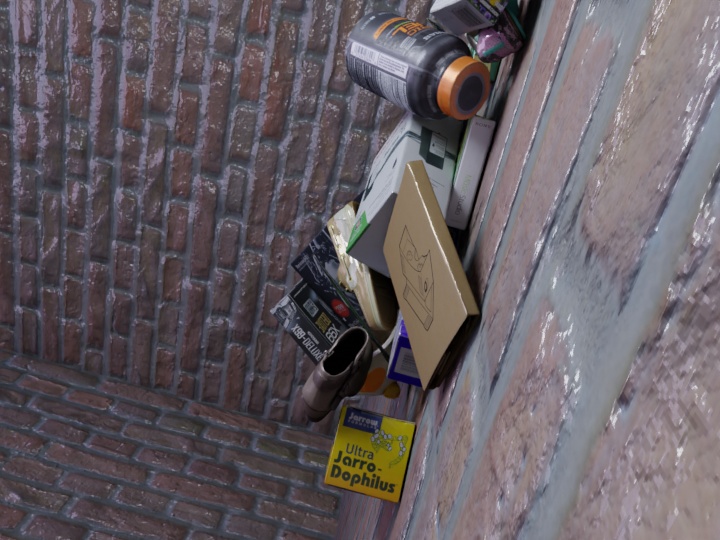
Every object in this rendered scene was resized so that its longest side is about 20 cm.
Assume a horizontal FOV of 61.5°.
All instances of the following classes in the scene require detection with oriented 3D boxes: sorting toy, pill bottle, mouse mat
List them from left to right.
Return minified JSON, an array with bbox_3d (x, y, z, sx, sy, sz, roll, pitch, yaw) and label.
[{"bbox_3d":[-0.006,0.069,0.933,0.007,0.201,0.161,-35,-19,-3],"label":"mouse mat"},{"bbox_3d":[0.065,0.110,1.075,0.182,0.106,0.200,-65,-3,29],"label":"sorting toy"},{"bbox_3d":[0.075,-0.263,0.790,0.105,0.200,0.107,-24,-46,-28],"label":"pill bottle"}]

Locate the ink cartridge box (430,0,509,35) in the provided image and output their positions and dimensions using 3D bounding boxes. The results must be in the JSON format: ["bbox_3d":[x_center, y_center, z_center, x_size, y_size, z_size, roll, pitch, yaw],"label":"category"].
[{"bbox_3d":[0.166,-0.370,0.680,0.201,0.050,0.109,-57,20,5],"label":"ink cartridge box"}]

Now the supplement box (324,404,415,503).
[{"bbox_3d":[0.010,0.271,0.919,0.200,0.107,0.111,97,-173,-77],"label":"supplement box"}]

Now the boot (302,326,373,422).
[{"bbox_3d":[-0.018,0.130,0.880,0.201,0.070,0.147,-54,-10,-43],"label":"boot"}]

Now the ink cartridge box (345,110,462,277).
[{"bbox_3d":[0.062,-0.116,0.844,0.147,0.082,0.202,-50,19,48],"label":"ink cartridge box"}]

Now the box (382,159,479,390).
[{"bbox_3d":[0.070,0.006,0.673,0.164,0.021,0.202,104,157,-54],"label":"box"}]

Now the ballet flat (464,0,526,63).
[{"bbox_3d":[0.163,-0.315,0.757,0.069,0.071,0.201,50,-149,-28],"label":"ballet flat"}]

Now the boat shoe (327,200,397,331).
[{"bbox_3d":[0.000,0.000,0.888,0.074,0.066,0.203,23,-132,-54],"label":"boat shoe"}]

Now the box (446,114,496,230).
[{"bbox_3d":[0.148,-0.150,0.869,0.200,0.036,0.146,-76,-1,-74],"label":"box"}]

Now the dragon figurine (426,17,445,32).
[{"bbox_3d":[0.110,-0.257,0.895,0.100,0.058,0.201,-54,-26,-26],"label":"dragon figurine"}]

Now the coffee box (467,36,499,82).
[{"bbox_3d":[0.197,-0.358,0.964,0.200,0.043,0.125,-68,-9,-77],"label":"coffee box"}]

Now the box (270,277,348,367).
[{"bbox_3d":[-0.071,0.090,1.110,0.050,0.158,0.200,-38,4,17],"label":"box"}]

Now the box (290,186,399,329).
[{"bbox_3d":[0.004,-0.010,1.045,0.104,0.182,0.200,-44,2,-37],"label":"box"}]

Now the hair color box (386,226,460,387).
[{"bbox_3d":[0.087,0.042,0.833,0.110,0.064,0.202,100,-175,-51],"label":"hair color box"}]
